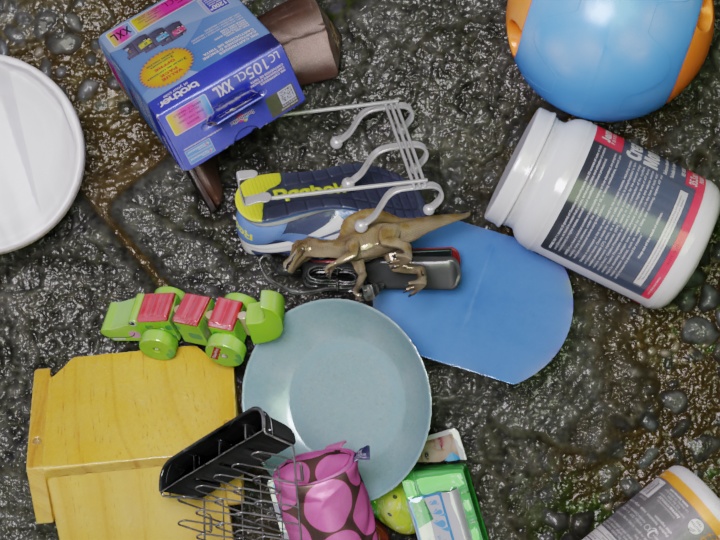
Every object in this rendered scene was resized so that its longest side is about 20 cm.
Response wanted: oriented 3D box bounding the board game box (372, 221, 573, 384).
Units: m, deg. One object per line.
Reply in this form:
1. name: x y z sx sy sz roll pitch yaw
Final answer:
1. board game box: 0.113 0.035 1.534 0.200 0.039 0.158 17 63 9

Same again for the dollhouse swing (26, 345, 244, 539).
1. dollhouse swing: -0.214 0.205 1.522 0.200 0.176 0.182 -6 45 -1

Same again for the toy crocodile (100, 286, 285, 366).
1. toy crocodile: -0.165 0.048 1.495 0.200 0.062 0.068 3 54 22

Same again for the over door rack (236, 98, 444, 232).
1. over door rack: -0.033 -0.106 1.467 0.200 0.148 0.067 2 129 -16

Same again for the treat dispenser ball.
1. treat dispenser ball: 0.242 -0.246 1.481 0.201 0.201 0.201 0 86 -1

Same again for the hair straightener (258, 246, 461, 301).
1. hair straightener: 0.000 0.000 1.486 0.200 0.077 0.041 4 107 -1

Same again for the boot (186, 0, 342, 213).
1. boot: -0.098 -0.173 1.540 0.200 0.064 0.187 -19 84 -7

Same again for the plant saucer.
1. plant saucer: -0.018 0.127 1.476 0.201 0.039 0.201 0 91 23

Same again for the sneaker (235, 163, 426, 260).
1. sneaker: -0.032 -0.055 1.530 0.200 0.082 0.074 -2 49 -16

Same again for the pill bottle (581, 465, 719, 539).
1. pill bottle: 0.271 0.293 1.484 0.200 0.116 0.116 -39 87 -3

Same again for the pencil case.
1. pencil case: -0.014 0.263 1.415 0.091 0.094 0.200 -9 104 16

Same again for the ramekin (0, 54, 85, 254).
1. ramekin: -0.368 -0.110 1.512 0.202 0.094 0.203 0 85 -1

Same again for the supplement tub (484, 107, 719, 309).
1. supplement tub: 0.238 -0.062 1.498 0.200 0.140 0.140 26 86 0

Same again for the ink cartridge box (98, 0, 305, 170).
1. ink cartridge box: -0.145 -0.182 1.429 0.136 0.076 0.200 -32 45 -8

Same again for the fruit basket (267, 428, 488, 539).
1. fruit basket: 0.025 0.269 1.494 0.200 0.094 0.185 -15 86 1

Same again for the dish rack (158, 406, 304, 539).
1. dish rack: -0.110 0.239 1.343 0.055 0.153 0.200 22 48 -37

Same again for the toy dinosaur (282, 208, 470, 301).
1. toy dinosaur: 0.027 -0.028 1.454 0.200 0.058 0.101 -14 45 -12
